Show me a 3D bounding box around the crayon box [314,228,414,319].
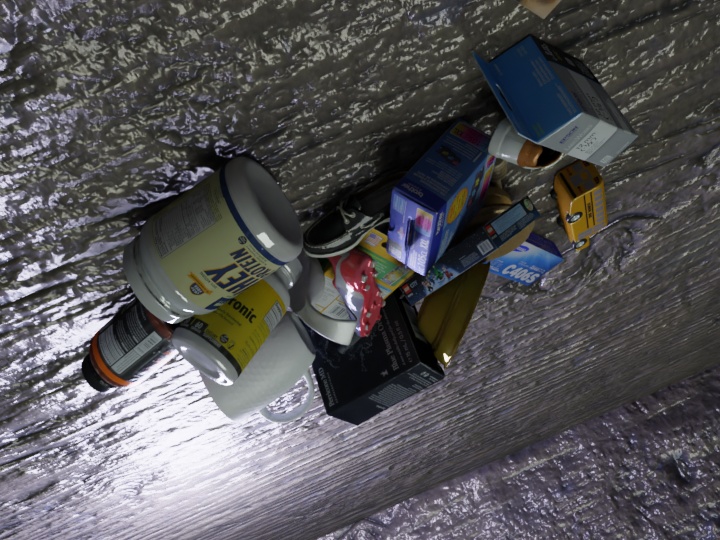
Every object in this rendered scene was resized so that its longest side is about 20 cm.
[{"bbox_3d":[0.000,0.000,1.141,0.125,0.052,0.200,26,128,-31],"label":"crayon box"}]

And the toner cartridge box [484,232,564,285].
[{"bbox_3d":[0.302,-0.030,1.339,0.095,0.044,0.198,-41,145,27],"label":"toner cartridge box"}]

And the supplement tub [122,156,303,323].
[{"bbox_3d":[-0.189,-0.035,0.895,0.198,0.147,0.145,-31,149,15],"label":"supplement tub"}]

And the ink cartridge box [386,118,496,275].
[{"bbox_3d":[0.104,-0.092,0.970,0.200,0.076,0.137,-46,157,-29],"label":"ink cartridge box"}]

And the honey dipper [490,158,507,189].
[{"bbox_3d":[0.222,-0.133,1.133,0.037,0.038,0.200,-24,154,4],"label":"honey dipper"}]

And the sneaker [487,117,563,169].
[{"bbox_3d":[0.247,-0.173,0.968,0.199,0.084,0.074,-29,144,-54],"label":"sneaker"}]

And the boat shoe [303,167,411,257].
[{"bbox_3d":[0.001,-0.086,1.015,0.197,0.075,0.061,-24,151,-3],"label":"boat shoe"}]

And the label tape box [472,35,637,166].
[{"bbox_3d":[0.249,-0.222,0.893,0.198,0.145,0.066,8,139,-42],"label":"label tape box"}]

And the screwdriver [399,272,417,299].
[{"bbox_3d":[0.090,0.014,1.166,0.027,0.200,0.030,11,117,13],"label":"screwdriver"}]

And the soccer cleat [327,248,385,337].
[{"bbox_3d":[-0.008,0.033,1.104,0.067,0.076,0.201,-53,156,-26],"label":"soccer cleat"}]

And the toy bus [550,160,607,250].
[{"bbox_3d":[0.393,-0.112,1.248,0.077,0.066,0.200,-29,149,8],"label":"toy bus"}]

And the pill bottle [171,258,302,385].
[{"bbox_3d":[-0.170,0.053,1.005,0.201,0.110,0.112,-55,163,-27],"label":"pill bottle"}]

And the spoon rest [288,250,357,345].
[{"bbox_3d":[-0.073,0.040,1.049,0.060,0.200,0.101,7,113,-31],"label":"spoon rest"}]

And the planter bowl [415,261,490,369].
[{"bbox_3d":[0.149,0.062,1.215,0.082,0.202,0.202,23,144,6],"label":"planter bowl"}]

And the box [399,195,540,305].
[{"bbox_3d":[0.163,-0.028,1.055,0.136,0.038,0.200,-33,176,-44],"label":"box"}]

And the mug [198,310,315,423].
[{"bbox_3d":[-0.160,0.175,1.214,0.174,0.202,0.148,-30,-166,3],"label":"mug"}]

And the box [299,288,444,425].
[{"bbox_3d":[0.017,0.140,1.262,0.198,0.199,0.117,-32,148,17],"label":"box"}]

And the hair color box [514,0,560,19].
[{"bbox_3d":[0.218,-0.372,0.716,0.108,0.066,0.200,7,140,-42],"label":"hair color box"}]

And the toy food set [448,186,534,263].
[{"bbox_3d":[0.194,-0.065,1.175,0.198,0.049,0.197,13,147,-43],"label":"toy food set"}]

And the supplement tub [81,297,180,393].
[{"bbox_3d":[-0.338,0.108,1.064,0.199,0.108,0.106,-36,148,23],"label":"supplement tub"}]
